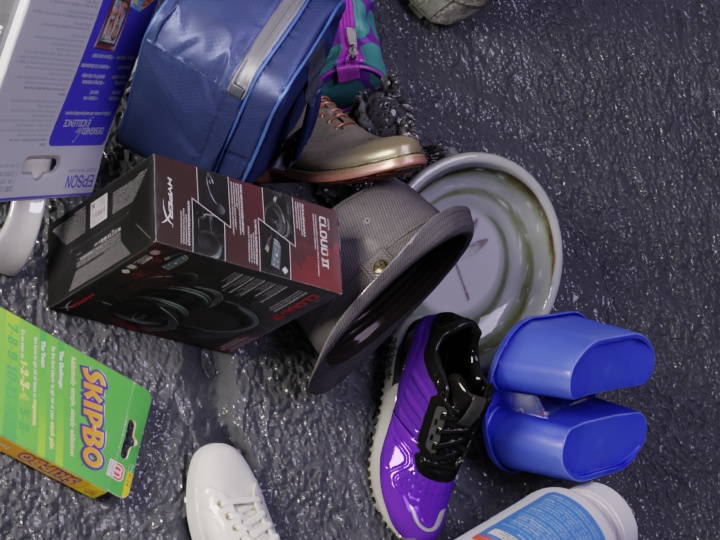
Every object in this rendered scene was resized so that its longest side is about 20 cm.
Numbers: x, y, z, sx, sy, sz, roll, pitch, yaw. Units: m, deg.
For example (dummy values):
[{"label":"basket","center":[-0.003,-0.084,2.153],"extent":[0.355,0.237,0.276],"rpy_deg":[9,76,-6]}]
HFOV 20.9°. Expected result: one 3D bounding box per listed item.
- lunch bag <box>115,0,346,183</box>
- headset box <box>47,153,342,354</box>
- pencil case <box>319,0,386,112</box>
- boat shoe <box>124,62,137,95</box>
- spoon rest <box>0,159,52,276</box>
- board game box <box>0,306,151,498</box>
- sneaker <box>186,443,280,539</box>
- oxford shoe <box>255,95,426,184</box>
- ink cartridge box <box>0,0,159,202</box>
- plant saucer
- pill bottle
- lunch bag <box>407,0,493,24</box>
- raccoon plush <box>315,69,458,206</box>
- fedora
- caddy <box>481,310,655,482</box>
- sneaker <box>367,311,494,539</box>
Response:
[{"label":"lunch bag","center":[-0.095,-0.141,1.510],"extent":[0.132,0.200,0.136],"rpy_deg":[31,57,3]},{"label":"headset box","center":[-0.121,-0.006,1.515],"extent":[0.199,0.148,0.078],"rpy_deg":[18,59,-38]},{"label":"pencil case","center":[-0.022,-0.243,1.774],"extent":[0.084,0.093,0.202],"rpy_deg":[0,65,-18]},{"label":"boat shoe","center":[-0.146,-0.187,1.649],"extent":[0.066,0.070,0.200],"rpy_deg":[52,36,-8]},{"label":"spoon rest","center":[-0.264,-0.100,1.489],"extent":[0.099,0.060,0.202],"rpy_deg":[16,60,-39]},{"label":"board game box","center":[-0.245,0.089,1.434],"extent":[0.199,0.030,0.096],"rpy_deg":[31,51,-26]},{"label":"sneaker","center":[-0.073,0.221,1.493],"extent":[0.072,0.084,0.202],"rpy_deg":[-3,70,-43]},{"label":"oxford shoe","center":[-0.031,-0.108,1.608],"extent":[0.070,0.198,0.075],"rpy_deg":[-6,97,-53]},{"label":"ink cartridge box","center":[-0.221,-0.149,1.408],"extent":[0.043,0.202,0.198],"rpy_deg":[23,11,16]},{"label":"plant saucer","center":[0.089,-0.007,1.757],"extent":[0.198,0.050,0.203],"rpy_deg":[-5,100,-28]},{"label":"pill bottle","center":[0.153,0.252,1.675],"extent":[0.199,0.112,0.113],"rpy_deg":[-22,85,-46]},{"label":"lunch bag","center":[0.136,-0.340,1.900],"extent":[0.139,0.199,0.169],"rpy_deg":[39,46,-22]},{"label":"raccoon plush","center":[0.042,-0.126,1.736],"extent":[0.199,0.134,0.097],"rpy_deg":[-26,80,-47]},{"label":"fedora","center":[0.000,0.000,1.622],"extent":[0.090,0.200,0.177],"rpy_deg":[45,6,13]},{"label":"caddy","center":[0.182,0.112,1.768],"extent":[0.199,0.104,0.143],"rpy_deg":[-4,102,-54]},{"label":"sneaker","center":[0.066,0.129,1.649],"extent":[0.069,0.099,0.202],"rpy_deg":[16,71,-38]}]
